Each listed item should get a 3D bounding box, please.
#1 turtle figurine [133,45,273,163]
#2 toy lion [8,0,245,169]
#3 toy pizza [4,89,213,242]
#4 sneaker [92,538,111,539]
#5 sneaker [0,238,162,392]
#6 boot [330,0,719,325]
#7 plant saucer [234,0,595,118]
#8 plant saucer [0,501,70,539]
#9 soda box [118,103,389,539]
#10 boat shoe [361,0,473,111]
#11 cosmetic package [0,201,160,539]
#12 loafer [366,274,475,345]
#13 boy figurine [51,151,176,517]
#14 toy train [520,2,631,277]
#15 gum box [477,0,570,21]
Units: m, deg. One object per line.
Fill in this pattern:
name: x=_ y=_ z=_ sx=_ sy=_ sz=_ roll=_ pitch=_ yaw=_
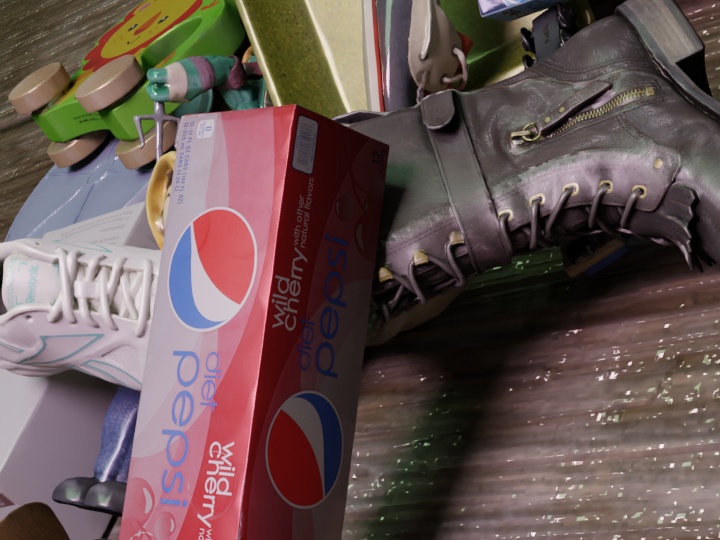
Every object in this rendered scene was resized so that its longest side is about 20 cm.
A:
turtle figurine: x=-0.070 y=-0.116 z=1.015 sx=0.100 sy=0.150 sz=0.202 roll=11 pitch=77 yaw=8
toy lion: x=-0.145 y=-0.157 z=1.150 sx=0.192 sy=0.069 sz=0.199 roll=-45 pitch=25 yaw=-21
toy pizza: x=-0.175 y=-0.060 z=1.141 sx=0.199 sy=0.032 sz=0.201 roll=-33 pitch=28 yaw=20
sneaker: x=-0.103 y=0.211 z=0.641 sx=0.086 sy=0.074 sz=0.202 roll=9 pitch=86 yaw=24
sneaker: x=-0.129 y=0.020 z=0.783 sx=0.198 sy=0.080 sz=0.071 roll=-2 pitch=69 yaw=27
boot: x=0.079 y=-0.021 z=0.665 sx=0.173 sy=0.069 sz=0.201 roll=-25 pitch=47 yaw=5
plant saucer: x=0.022 y=-0.181 z=0.929 sx=0.199 sy=0.202 sz=0.048 roll=-25 pitch=-9 yaw=25
plant saucer: x=-0.163 y=0.203 z=0.704 sx=0.200 sy=0.035 sz=0.202 roll=19 pitch=-90 yaw=-81
soda box: x=-0.043 y=0.039 z=0.646 sx=0.069 sy=0.063 sz=0.202 roll=-1 pitch=77 yaw=40
boat shoe: x=0.030 y=-0.127 z=0.864 sx=0.062 sy=0.203 sz=0.071 roll=-5 pitch=-4 yaw=-2
cosmetic package: x=-0.171 y=0.067 z=0.935 sx=0.112 sy=0.081 sz=0.201 roll=-12 pitch=45 yaw=45
loafer: x=0.000 y=0.000 z=0.811 sx=0.068 sy=0.077 sz=0.200 roll=-11 pitch=10 yaw=-19
boy figurine: x=-0.096 y=0.033 z=0.845 sx=0.124 sy=0.064 sz=0.202 roll=2 pitch=75 yaw=52
toy train: x=0.104 y=-0.063 z=0.778 sx=0.034 sy=0.046 sz=0.201 roll=-32 pitch=31 yaw=25
gum box: x=0.137 y=-0.238 z=0.812 sx=0.198 sy=0.172 sz=0.044 roll=-15 pitch=-3 yaw=27
